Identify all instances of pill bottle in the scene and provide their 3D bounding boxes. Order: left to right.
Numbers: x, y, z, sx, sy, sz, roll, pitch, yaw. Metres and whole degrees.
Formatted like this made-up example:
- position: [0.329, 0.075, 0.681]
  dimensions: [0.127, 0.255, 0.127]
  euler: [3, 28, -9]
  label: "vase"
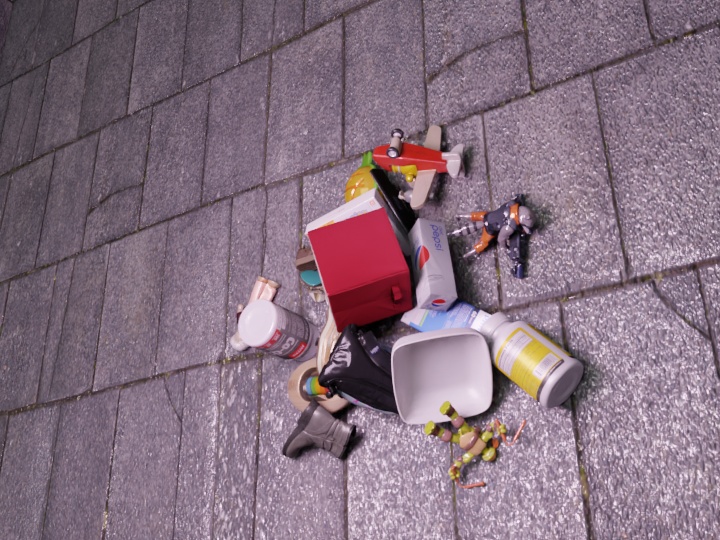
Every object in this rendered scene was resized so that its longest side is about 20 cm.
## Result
- position: [-0.188, 0.149, 1.741]
  dimensions: [0.113, 0.200, 0.115]
  euler: [-13, 64, 29]
  label: "pill bottle"
- position: [0.329, 0.170, 1.436]
  dimensions: [0.112, 0.111, 0.200]
  euler: [-53, 52, 5]
  label: "pill bottle"

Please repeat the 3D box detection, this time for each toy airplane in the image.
- position: [0.153, -0.247, 1.728]
  dimensions: [0.199, 0.141, 0.199]
  euler: [-27, 62, -20]
  label: "toy airplane"

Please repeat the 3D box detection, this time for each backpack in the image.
- position: [0.026, 0.221, 1.566]
  dimensions: [0.199, 0.127, 0.168]
  euler: [28, 91, -5]
  label: "backpack"

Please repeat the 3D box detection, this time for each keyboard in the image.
- position: [0.090, -0.154, 1.718]
  dimensions: [0.021, 0.127, 0.201]
  euler: [-34, 80, 24]
  label: "keyboard"

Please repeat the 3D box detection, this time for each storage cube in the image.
- position: [0.000, 0.000, 1.584]
  dimensions: [0.179, 0.171, 0.201]
  euler: [-18, 58, -4]
  label: "storage cube"

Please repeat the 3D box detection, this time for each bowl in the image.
- position: [0.161, 0.204, 1.469]
  dimensions: [0.198, 0.201, 0.075]
  euler: [-9, 23, 0]
  label: "bowl"

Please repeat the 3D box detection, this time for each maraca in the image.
- position: [0.014, -0.206, 1.808]
  dimensions: [0.201, 0.106, 0.137]
  euler: [-96, 27, -42]
  label: "maraca"

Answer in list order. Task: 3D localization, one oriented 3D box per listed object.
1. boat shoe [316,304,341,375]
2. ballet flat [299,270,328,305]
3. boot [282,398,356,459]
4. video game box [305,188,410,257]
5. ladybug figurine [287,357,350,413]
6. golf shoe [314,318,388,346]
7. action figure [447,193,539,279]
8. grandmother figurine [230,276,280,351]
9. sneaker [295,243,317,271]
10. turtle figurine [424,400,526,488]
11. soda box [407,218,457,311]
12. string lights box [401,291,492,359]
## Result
- position: [-0.045, 0.148, 1.637]
  dimensions: [0.076, 0.072, 0.201]
  euler: [4, 75, 22]
  label: "boat shoe"
- position: [-0.086, 0.049, 1.793]
  dimensions: [0.199, 0.068, 0.076]
  euler: [11, 115, 52]
  label: "ballet flat"
- position: [-0.094, 0.392, 1.653]
  dimensions: [0.130, 0.068, 0.201]
  euler: [34, 128, 7]
  label: "boot"
- position: [0.001, -0.076, 1.717]
  dimensions: [0.199, 0.182, 0.047]
  euler: [-26, 28, 23]
  label: "video game box"
- position: [-0.083, 0.272, 1.700]
  dimensions: [0.199, 0.072, 0.137]
  euler: [-6, 69, 32]
  label: "ladybug figurine"
- position: [-0.021, 0.129, 1.728]
  dimensions: [0.199, 0.078, 0.095]
  euler: [-26, 41, 22]
  label: "golf shoe"
- position: [0.294, -0.077, 1.569]
  dimensions: [0.193, 0.104, 0.201]
  euler: [-23, 56, 37]
  label: "action figure"
- position: [-0.285, 0.117, 1.913]
  dimensions: [0.121, 0.060, 0.201]
  euler: [14, 77, 46]
  label: "grandmother figurine"
- position: [-0.083, -0.056, 1.836]
  dimensions: [0.199, 0.070, 0.076]
  euler: [-13, 59, 28]
  label: "sneaker"
- position: [0.220, 0.328, 1.449]
  dimensions: [0.200, 0.161, 0.064]
  euler: [-51, 7, 21]
  label: "turtle figurine"
- position: [0.154, -0.013, 1.578]
  dimensions: [0.064, 0.068, 0.201]
  euler: [122, 150, -51]
  label: "soda box"
- position: [0.196, 0.111, 1.584]
  dimensions: [0.199, 0.059, 0.103]
  euler: [28, 88, 38]
  label: "string lights box"
